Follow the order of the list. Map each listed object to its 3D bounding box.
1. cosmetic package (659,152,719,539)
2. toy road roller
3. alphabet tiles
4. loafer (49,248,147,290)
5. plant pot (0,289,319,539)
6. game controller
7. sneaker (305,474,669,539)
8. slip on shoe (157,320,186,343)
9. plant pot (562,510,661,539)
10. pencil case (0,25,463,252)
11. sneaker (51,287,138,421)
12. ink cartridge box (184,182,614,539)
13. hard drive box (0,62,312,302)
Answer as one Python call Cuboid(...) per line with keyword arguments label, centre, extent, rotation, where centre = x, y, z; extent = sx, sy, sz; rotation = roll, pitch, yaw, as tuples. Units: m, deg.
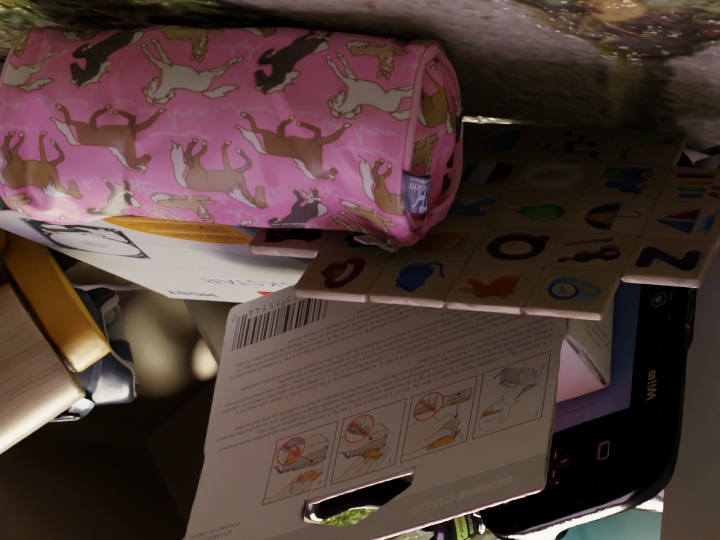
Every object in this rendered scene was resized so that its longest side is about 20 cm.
Cuboid(label="cosmetic package", centre=(0.204, 0.049, 1.061), extent=(0.103, 0.201, 0.073), rotation=(14, 168, -25))
Cuboid(label="toy road roller", centre=(-0.232, -0.007, 1.163), extent=(0.123, 0.200, 0.146), rotation=(-34, 147, -4))
Cuboid(label="alphabet tiles", centre=(0.061, -0.025, 1.010), extent=(0.199, 0.006, 0.167), rotation=(4, -149, 19))
Cuboid(label="loafer", centre=(-0.196, -0.018, 1.384), extent=(0.200, 0.076, 0.068), rotation=(-11, 159, 34))
Cuboid(label="plant pot", centre=(-0.117, 0.113, 1.485), extent=(0.200, 0.200, 0.177), rotation=(-40, 152, 20))
Cuboid(label="game controller", centre=(0.106, 0.031, 1.047), extent=(0.042, 0.200, 0.104), rotation=(33, 137, -26))
Cuboid(label="sneaker", centre=(0.062, 0.102, 1.105), extent=(0.199, 0.083, 0.071), rotation=(3, 144, 11))
Cuboid(label="slip on shoe", centre=(-0.203, 0.009, 1.557), extent=(0.199, 0.061, 0.074), rotation=(9, 171, 0))
Cuboid(label="plant pot", centre=(0.228, 0.156, 1.705), extent=(0.187, 0.201, 0.200), rotation=(-10, 165, 13))
Cuboid(label="pencil case", centre=(-0.058, -0.058, 0.985), extent=(0.199, 0.087, 0.083), rotation=(5, 153, 15))
Cuboid(label="sneaker", centre=(-0.212, 0.070, 1.349), extent=(0.146, 0.077, 0.202), rotation=(-8, 162, -31))
Cuboid(label="ink cartridge box", centre=(0.017, 0.064, 1.038), extent=(0.200, 0.177, 0.045), rotation=(-20, 131, 30))
Cuboid(label="hard drive box", centre=(-0.077, -0.040, 1.147), extent=(0.155, 0.077, 0.200), rotation=(3, 169, 29))
